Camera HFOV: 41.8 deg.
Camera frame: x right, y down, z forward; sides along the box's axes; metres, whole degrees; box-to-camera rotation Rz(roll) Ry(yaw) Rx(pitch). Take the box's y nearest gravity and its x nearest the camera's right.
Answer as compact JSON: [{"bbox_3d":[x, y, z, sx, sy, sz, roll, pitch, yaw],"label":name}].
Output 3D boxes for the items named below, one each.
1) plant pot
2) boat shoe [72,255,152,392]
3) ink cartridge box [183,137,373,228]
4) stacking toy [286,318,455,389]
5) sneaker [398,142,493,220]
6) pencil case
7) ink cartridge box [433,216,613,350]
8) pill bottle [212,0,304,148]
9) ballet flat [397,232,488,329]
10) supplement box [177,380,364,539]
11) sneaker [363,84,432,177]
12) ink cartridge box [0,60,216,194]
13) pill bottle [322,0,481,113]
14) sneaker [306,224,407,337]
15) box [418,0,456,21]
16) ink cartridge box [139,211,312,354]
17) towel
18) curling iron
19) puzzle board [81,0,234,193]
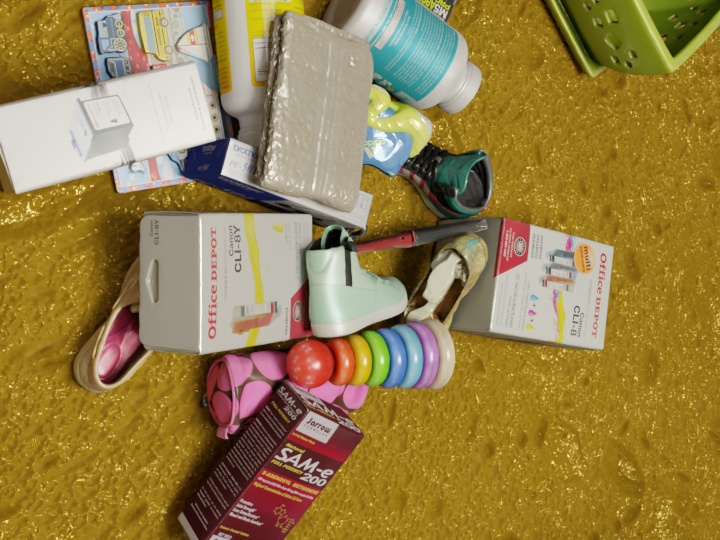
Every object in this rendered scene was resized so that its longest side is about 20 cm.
[{"bbox_3d":[0.377,-0.396,1.318,0.200,0.181,0.199,-43,111,-22],"label":"plant pot"},{"bbox_3d":[-0.232,0.047,1.023,0.074,0.069,0.201,36,73,-27],"label":"boat shoe"},{"bbox_3d":[-0.092,-0.097,1.082,0.199,0.094,0.044,19,82,-36],"label":"ink cartridge box"},{"bbox_3d":[0.007,0.105,1.084,0.199,0.085,0.086,-4,93,-29],"label":"stacking toy"},{"bbox_3d":[0.095,-0.134,1.188,0.200,0.121,0.084,39,72,-26],"label":"sneaker"},{"bbox_3d":[-0.082,0.138,1.108,0.199,0.091,0.094,-3,86,-33],"label":"pencil case"},{"bbox_3d":[0.212,0.020,1.249,0.199,0.144,0.146,11,84,-32],"label":"ink cartridge box"},{"bbox_3d":[-0.111,-0.239,1.070,0.104,0.104,0.201,-7,95,-31],"label":"pill bottle"},{"bbox_3d":[0.089,0.040,1.172,0.070,0.071,0.201,14,120,-31],"label":"ballet flat"},{"bbox_3d":[-0.099,0.233,1.062,0.200,0.061,0.109,-53,135,4],"label":"supplement box"},{"bbox_3d":[-0.017,-0.184,1.127,0.199,0.076,0.105,31,91,2],"label":"sneaker"},{"bbox_3d":[-0.264,-0.142,0.941,0.199,0.146,0.086,-21,103,-21],"label":"ink cartridge box"},{"bbox_3d":[0.056,-0.274,1.166,0.199,0.111,0.111,30,76,-28],"label":"pill bottle"},{"bbox_3d":[0.000,0.000,1.120,0.200,0.073,0.119,-23,109,-64],"label":"sneaker"},{"bbox_3d":[0.051,-0.424,1.199,0.199,0.044,0.161,28,78,-29],"label":"box"},{"bbox_3d":[-0.140,0.009,1.026,0.200,0.083,0.146,-4,95,-58],"label":"ink cartridge box"},{"bbox_3d":[-0.050,-0.174,1.033,0.132,0.034,0.201,13,81,-39],"label":"towel"},{"bbox_3d":[0.057,-0.048,1.164,0.199,0.026,0.050,-3,112,2],"label":"curling iron"},{"bbox_3d":[-0.219,-0.197,1.056,0.150,0.017,0.201,-13,99,-30],"label":"puzzle board"}]
